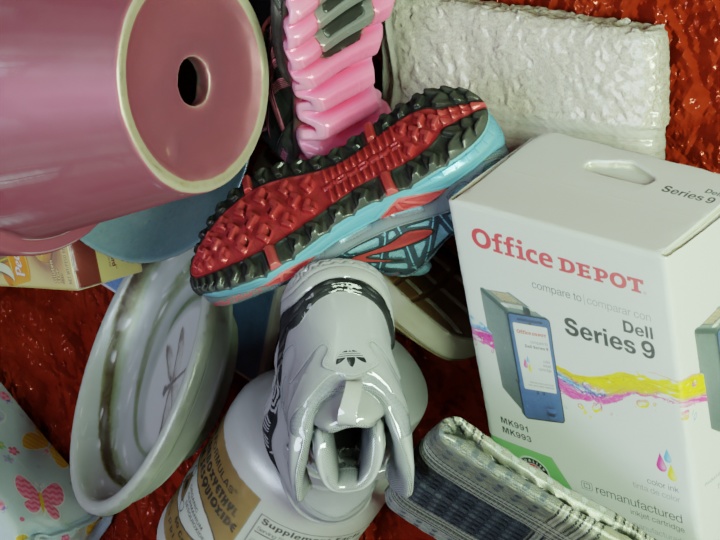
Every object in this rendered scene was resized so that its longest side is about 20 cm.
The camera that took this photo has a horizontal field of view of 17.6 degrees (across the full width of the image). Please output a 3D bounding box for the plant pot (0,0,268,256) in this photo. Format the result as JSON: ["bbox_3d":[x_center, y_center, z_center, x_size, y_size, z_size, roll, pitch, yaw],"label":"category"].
[{"bbox_3d":[-0.158,-0.107,1.301,0.179,0.200,0.200,1,105,37],"label":"plant pot"}]

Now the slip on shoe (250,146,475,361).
[{"bbox_3d":[0.000,0.000,1.398,0.200,0.076,0.061,40,123,30],"label":"slip on shoe"}]

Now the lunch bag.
[{"bbox_3d":[-0.302,0.194,1.718,0.170,0.127,0.200,46,121,19],"label":"lunch bag"}]

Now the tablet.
[{"bbox_3d":[-0.124,-0.022,1.551,0.200,0.014,0.130,31,123,31],"label":"tablet"}]

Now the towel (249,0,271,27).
[{"bbox_3d":[-0.088,-0.167,1.443,0.200,0.049,0.112,-13,96,45],"label":"towel"}]

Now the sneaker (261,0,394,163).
[{"bbox_3d":[-0.032,-0.131,1.323,0.095,0.079,0.200,40,143,39],"label":"sneaker"}]

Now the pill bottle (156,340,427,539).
[{"bbox_3d":[-0.041,0.126,1.454,0.114,0.114,0.200,49,131,19],"label":"pill bottle"}]

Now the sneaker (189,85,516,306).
[{"bbox_3d":[0.000,-0.018,1.299,0.200,0.079,0.096,-25,131,18],"label":"sneaker"}]

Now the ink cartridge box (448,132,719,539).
[{"bbox_3d":[0.139,0.041,1.246,0.145,0.087,0.200,17,129,39],"label":"ink cartridge box"}]

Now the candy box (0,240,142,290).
[{"bbox_3d":[-0.230,-0.050,1.587,0.200,0.055,0.116,1,104,54],"label":"candy box"}]

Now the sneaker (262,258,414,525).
[{"bbox_3d":[-0.014,0.099,1.284,0.115,0.075,0.200,-96,7,-45],"label":"sneaker"}]

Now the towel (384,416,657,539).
[{"bbox_3d":[0.114,0.150,1.277,0.200,0.035,0.193,32,161,2],"label":"towel"}]

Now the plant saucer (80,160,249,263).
[{"bbox_3d":[-0.131,-0.106,1.431,0.201,0.039,0.201,7,101,36],"label":"plant saucer"}]

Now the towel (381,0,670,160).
[{"bbox_3d":[0.089,-0.087,1.315,0.200,0.034,0.133,13,114,39],"label":"towel"}]

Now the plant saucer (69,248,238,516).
[{"bbox_3d":[-0.124,0.067,1.496,0.200,0.050,0.200,-47,32,43],"label":"plant saucer"}]
